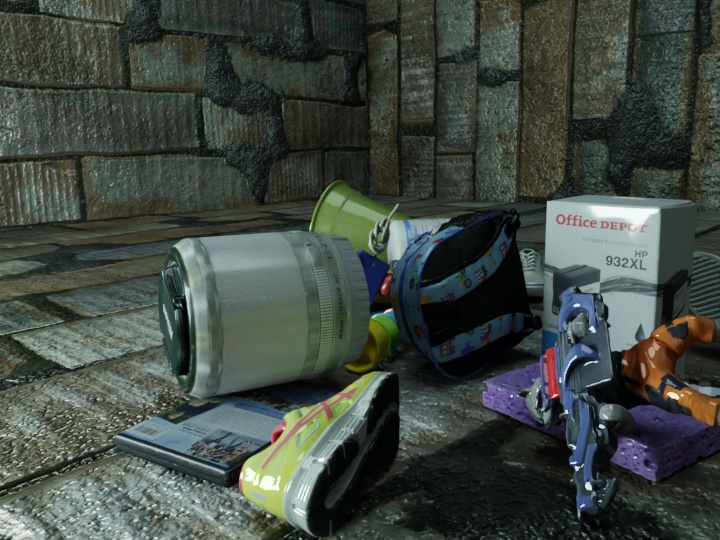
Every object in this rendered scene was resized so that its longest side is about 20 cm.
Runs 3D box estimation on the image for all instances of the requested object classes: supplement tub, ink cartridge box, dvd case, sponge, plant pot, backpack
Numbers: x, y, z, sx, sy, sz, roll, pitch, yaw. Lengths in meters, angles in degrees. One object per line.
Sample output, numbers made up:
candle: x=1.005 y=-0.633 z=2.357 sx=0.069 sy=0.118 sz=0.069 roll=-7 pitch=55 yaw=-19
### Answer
supplement tub: x=0.154 y=-0.031 z=1.222 sx=0.195 sy=0.135 sz=0.132 roll=-3 pitch=11 yaw=-5
ink cartridge box: x=0.291 y=0.020 z=0.743 sx=0.082 sy=0.205 sz=0.144 roll=-8 pitch=13 yaw=-37
dvd case: x=-0.113 y=0.146 z=0.631 sx=0.140 sy=0.018 sz=0.199 roll=6 pitch=12 yaw=31
sponge: x=0.225 y=0.135 z=0.621 sx=0.110 sy=0.031 sz=0.199 roll=-9 pitch=13 yaw=-33
plant pot: x=0.018 y=-0.072 z=1.367 sx=0.187 sy=0.204 sz=0.199 roll=16 pitch=17 yaw=23
backpack: x=0.114 y=0.033 z=0.800 sx=0.198 sy=0.186 sz=0.133 roll=-26 pitch=16 yaw=-40

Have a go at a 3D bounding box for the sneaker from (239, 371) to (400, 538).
sneaker: x=-0.026 y=0.133 z=0.530 sx=0.089 sy=0.080 sz=0.199 roll=1 pitch=11 yaw=25

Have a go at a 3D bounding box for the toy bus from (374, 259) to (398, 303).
toy bus: x=0.121 y=0.028 z=1.037 sx=0.196 sy=0.066 sz=0.079 roll=-5 pitch=50 yaw=-21

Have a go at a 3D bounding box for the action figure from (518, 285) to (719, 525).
action figure: x=0.220 y=0.112 z=0.515 sx=0.191 sy=0.203 sz=0.105 roll=-12 pitch=-42 yaw=37

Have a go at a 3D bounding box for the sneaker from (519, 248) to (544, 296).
sneaker: x=0.306 y=0.002 z=1.193 sx=0.071 sy=0.072 sz=0.200 roll=0 pitch=11 yaw=8

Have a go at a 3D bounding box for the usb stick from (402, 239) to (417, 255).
usb stick: x=0.161 y=-0.001 z=1.104 sx=0.197 sy=0.056 sz=0.033 roll=20 pitch=35 yaw=-24

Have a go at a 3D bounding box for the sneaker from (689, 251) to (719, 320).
sneaker: x=0.481 y=0.055 z=0.803 sx=0.078 sy=0.079 sz=0.201 roll=16 pitch=28 yaw=-33

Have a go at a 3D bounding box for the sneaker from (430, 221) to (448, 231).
sneaker: x=0.200 y=-0.008 z=0.993 sx=0.103 sy=0.076 sz=0.201 roll=-20 pitch=56 yaw=-23

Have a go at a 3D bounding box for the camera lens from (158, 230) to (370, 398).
camera lens: x=-0.107 y=0.042 z=0.690 sx=0.196 sy=0.164 sz=0.159 roll=-6 pitch=11 yaw=-27

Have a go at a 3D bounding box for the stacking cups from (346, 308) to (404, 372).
stacking cups: x=0.037 y=0.075 z=0.862 sx=0.059 sy=0.062 sz=0.199 roll=4 pitch=12 yaw=24

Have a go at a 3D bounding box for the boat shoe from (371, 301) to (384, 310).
boat shoe: x=0.054 y=0.023 z=1.123 sx=0.197 sy=0.074 sz=0.072 roll=-14 pitch=16 yaw=-28

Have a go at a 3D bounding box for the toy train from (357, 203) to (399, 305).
toy train: x=0.000 y=0.000 z=0.937 sx=0.084 sy=0.203 sz=0.116 roll=27 pitch=-5 yaw=-13
